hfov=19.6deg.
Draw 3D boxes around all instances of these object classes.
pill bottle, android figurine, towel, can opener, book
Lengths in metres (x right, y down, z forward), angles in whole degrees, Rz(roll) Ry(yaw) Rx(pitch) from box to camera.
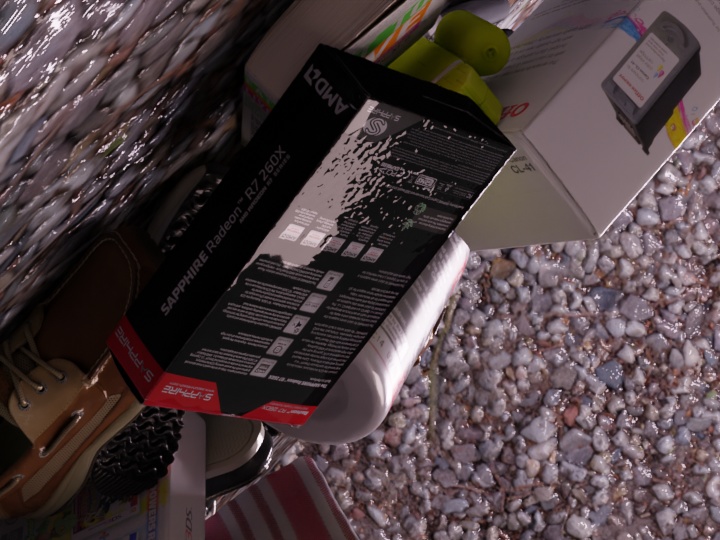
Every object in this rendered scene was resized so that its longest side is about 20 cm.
[{"bbox_3d":[0.000,0.000,1.280,0.114,0.114,0.200,-52,-175,49],"label":"pill bottle"},{"bbox_3d":[0.012,-0.078,1.201,0.182,0.041,0.200,-40,-162,2],"label":"android figurine"},{"bbox_3d":[-0.087,0.201,1.202,0.200,0.030,0.146,-36,-150,2],"label":"towel"},{"bbox_3d":[0.053,-0.151,1.397,0.066,0.053,0.200,-10,-170,27],"label":"can opener"},{"bbox_3d":[-0.010,-0.124,1.117,0.134,0.048,0.200,-44,177,-7],"label":"book"}]

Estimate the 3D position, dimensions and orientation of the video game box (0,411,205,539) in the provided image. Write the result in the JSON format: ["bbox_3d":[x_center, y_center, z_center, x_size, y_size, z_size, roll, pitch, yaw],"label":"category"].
[{"bbox_3d":[-0.175,0.183,1.218,0.182,0.047,0.200,-27,-140,21],"label":"video game box"}]

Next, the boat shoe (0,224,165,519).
[{"bbox_3d":[-0.166,0.064,1.120,0.074,0.076,0.200,-2,133,-44],"label":"boat shoe"}]

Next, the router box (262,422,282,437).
[{"bbox_3d":[-0.102,0.081,1.421,0.200,0.051,0.149,-17,-167,35],"label":"router box"}]

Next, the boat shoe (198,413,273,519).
[{"bbox_3d":[-0.117,0.136,1.323,0.200,0.068,0.072,-24,-152,43],"label":"boat shoe"}]

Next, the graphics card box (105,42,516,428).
[{"bbox_3d":[-0.025,-0.012,1.059,0.125,0.051,0.200,13,121,-48],"label":"graphics card box"}]

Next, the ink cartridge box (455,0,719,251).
[{"bbox_3d":[0.137,-0.109,1.232,0.200,0.086,0.148,-48,-162,-21],"label":"ink cartridge box"}]

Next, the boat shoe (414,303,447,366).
[{"bbox_3d":[0.022,0.037,1.374,0.200,0.072,0.068,-62,145,-40],"label":"boat shoe"}]

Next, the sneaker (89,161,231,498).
[{"bbox_3d":[-0.130,0.024,1.194,0.070,0.093,0.200,11,102,-43],"label":"sneaker"}]
